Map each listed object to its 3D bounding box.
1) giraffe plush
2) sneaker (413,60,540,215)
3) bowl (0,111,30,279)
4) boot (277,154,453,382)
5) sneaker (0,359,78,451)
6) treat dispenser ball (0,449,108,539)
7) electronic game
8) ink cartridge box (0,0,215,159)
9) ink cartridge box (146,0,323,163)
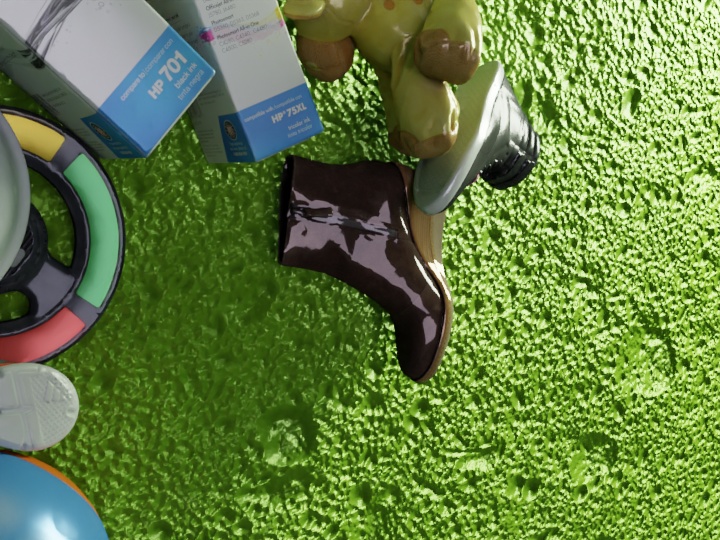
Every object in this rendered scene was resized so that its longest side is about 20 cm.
[{"bbox_3d":[0.011,-0.208,0.785,0.160,0.173,0.203,10,101,-8],"label":"giraffe plush"},{"bbox_3d":[0.116,-0.101,0.860,0.099,0.070,0.201,48,46,-25],"label":"sneaker"},{"bbox_3d":[-0.318,-0.055,0.603,0.198,0.090,0.204,0,89,-23],"label":"bowl"},{"bbox_3d":[0.000,0.000,0.836,0.164,0.072,0.203,3,87,-28],"label":"boot"},{"bbox_3d":[-0.299,0.083,0.632,0.199,0.081,0.078,25,73,-35],"label":"sneaker"},{"bbox_3d":[-0.268,0.222,0.628,0.198,0.200,0.204,-3,96,-29],"label":"treat dispenser ball"},{"bbox_3d":[-0.275,-0.022,0.692,0.198,0.041,0.203,-3,96,-29],"label":"electronic game"},{"bbox_3d":[-0.217,-0.174,0.649,0.200,0.146,0.086,45,75,-25],"label":"ink cartridge box"},{"bbox_3d":[-0.112,-0.190,0.725,0.067,0.116,0.202,-27,108,-23],"label":"ink cartridge box"}]
